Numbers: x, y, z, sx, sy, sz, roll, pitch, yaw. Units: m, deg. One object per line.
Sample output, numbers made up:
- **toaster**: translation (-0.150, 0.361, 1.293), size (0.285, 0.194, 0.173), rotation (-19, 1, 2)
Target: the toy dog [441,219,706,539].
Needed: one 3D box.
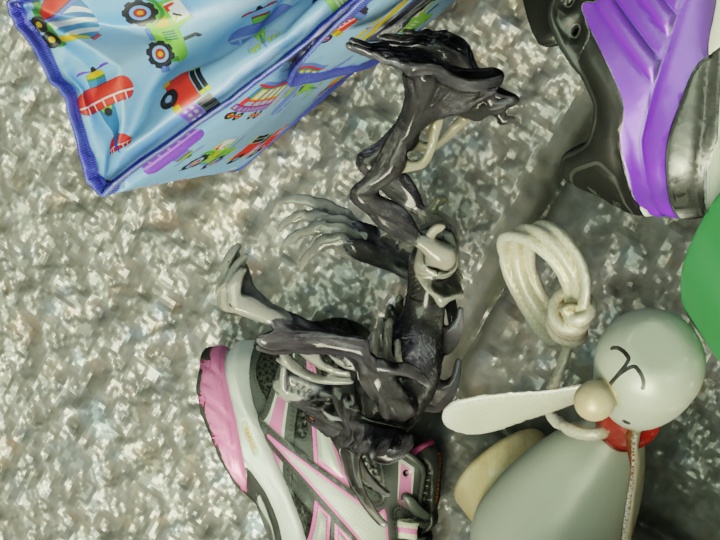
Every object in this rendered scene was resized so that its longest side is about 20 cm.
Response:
- **toy dog**: translation (0.074, 0.091, 1.023), size (0.132, 0.096, 0.200), rotation (37, 146, 39)

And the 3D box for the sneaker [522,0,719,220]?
- **sneaker**: translation (0.110, -0.118, 0.947), size (0.099, 0.070, 0.201), rotation (6, 96, 20)

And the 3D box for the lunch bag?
- **lunch bag**: translation (-0.020, -0.119, 1.049), size (0.200, 0.151, 0.094), rotation (-27, 87, 20)

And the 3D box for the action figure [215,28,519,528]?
- **action figure**: translation (0.000, 0.000, 1.030), size (0.102, 0.119, 0.200), rotation (16, 106, 6)

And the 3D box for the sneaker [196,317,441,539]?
- **sneaker**: translation (0.003, 0.112, 1.107), size (0.086, 0.080, 0.200), rotation (-25, 93, 9)

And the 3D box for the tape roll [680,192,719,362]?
- **tape roll**: translation (0.218, -0.023, 0.948), size (0.200, 0.200, 0.048), rotation (-42, 61, 18)
